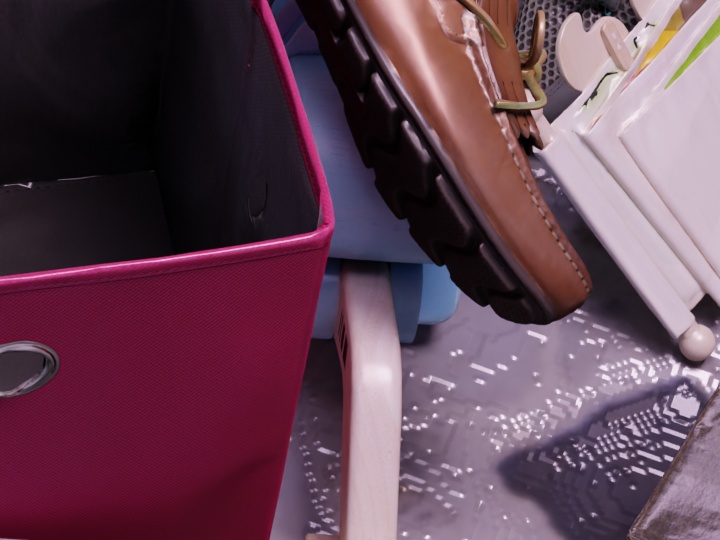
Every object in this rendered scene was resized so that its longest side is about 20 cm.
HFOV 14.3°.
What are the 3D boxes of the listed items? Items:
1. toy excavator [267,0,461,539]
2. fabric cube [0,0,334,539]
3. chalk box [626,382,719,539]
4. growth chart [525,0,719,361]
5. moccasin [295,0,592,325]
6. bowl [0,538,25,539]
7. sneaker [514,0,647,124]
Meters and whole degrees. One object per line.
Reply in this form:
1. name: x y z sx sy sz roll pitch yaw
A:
1. toy excavator: 0.000 0.000 0.999 0.099 0.196 0.200 5 23 -6
2. fabric cube: -0.133 -0.013 0.934 0.195 0.200 0.201 -6 52 -15
3. chalk box: 0.200 0.111 0.911 0.199 0.124 0.125 17 48 23
4. growth chart: 0.148 -0.065 1.086 0.200 0.018 0.145 -39 106 -29
5. moccasin: 0.025 -0.077 0.943 0.077 0.074 0.202 -26 81 -16
6. bowl: -0.086 0.154 0.815 0.199 0.106 0.201 9 11 -2
7. sneaker: 0.103 -0.147 1.106 0.077 0.091 0.201 30 89 37
